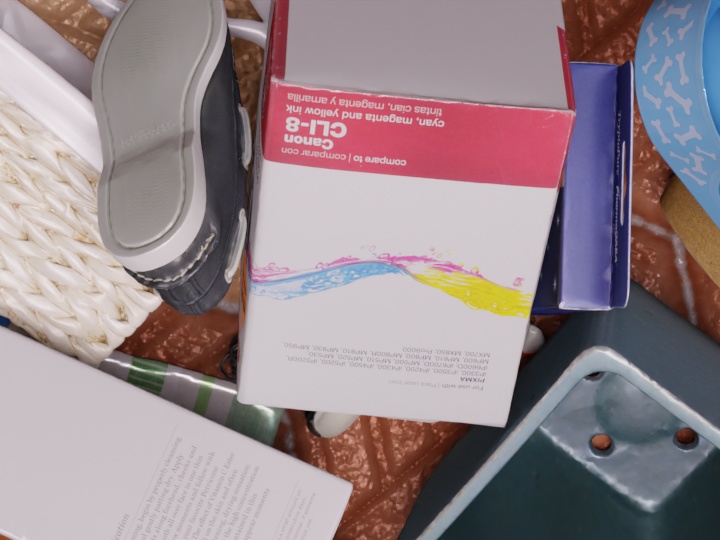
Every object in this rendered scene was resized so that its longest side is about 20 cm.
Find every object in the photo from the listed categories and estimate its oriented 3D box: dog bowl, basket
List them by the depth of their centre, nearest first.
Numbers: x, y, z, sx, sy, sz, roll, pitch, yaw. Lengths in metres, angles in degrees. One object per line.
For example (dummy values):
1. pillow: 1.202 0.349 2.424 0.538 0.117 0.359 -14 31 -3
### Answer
1. dog bowl: 0.202 -0.069 1.017 0.200 0.049 0.112 46 58 -36
2. basket: -0.177 -0.053 1.109 0.200 0.136 0.123 38 97 -12

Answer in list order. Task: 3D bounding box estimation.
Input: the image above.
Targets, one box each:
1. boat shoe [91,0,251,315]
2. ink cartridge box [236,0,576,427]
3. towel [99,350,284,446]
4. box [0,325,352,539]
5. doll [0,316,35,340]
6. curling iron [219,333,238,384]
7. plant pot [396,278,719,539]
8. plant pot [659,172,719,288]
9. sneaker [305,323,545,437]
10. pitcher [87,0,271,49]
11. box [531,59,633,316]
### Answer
1. boat shoe: -0.091 -0.066 1.021 0.075 0.200 0.060 -13 139 21
2. ink cartridge box: 0.017 -0.043 1.035 0.144 0.146 0.200 5 128 -5
3. towel: -0.160 0.119 1.205 0.199 0.023 0.153 17 98 -10
4. box: -0.119 0.121 1.075 0.200 0.124 0.098 25 76 -1
5. doll: -0.242 0.057 1.146 0.136 0.048 0.201 -14 98 -8
6. curling iron: 0.000 0.000 1.196 0.200 0.026 0.050 -43 66 -1
7. plant pot: 0.152 0.118 1.141 0.196 0.200 0.196 36 116 -7
8. plant pot: 0.274 -0.067 1.156 0.200 0.186 0.186 -41 104 16
9. sneaker: 0.056 0.035 1.190 0.093 0.070 0.200 41 91 -8
10. pitcher: -0.038 -0.165 1.112 0.200 0.121 0.172 39 90 -5
11. box: 0.105 -0.039 1.061 0.032 0.200 0.122 2 87 -6
